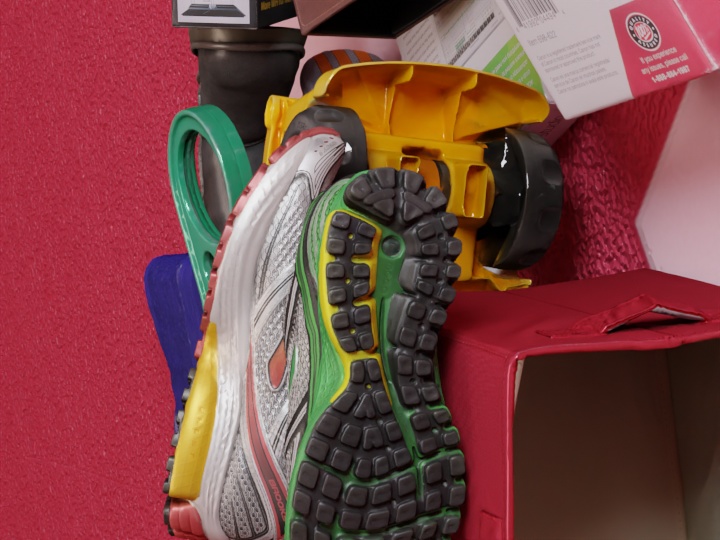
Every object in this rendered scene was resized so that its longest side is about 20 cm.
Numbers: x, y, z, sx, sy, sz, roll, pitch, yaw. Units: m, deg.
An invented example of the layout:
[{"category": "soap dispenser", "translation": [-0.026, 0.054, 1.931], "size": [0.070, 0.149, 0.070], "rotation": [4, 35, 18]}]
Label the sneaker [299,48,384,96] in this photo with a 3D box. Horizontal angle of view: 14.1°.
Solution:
[{"category": "sneaker", "translation": [0.011, -0.028, 1.655], "size": [0.200, 0.077, 0.112], "rotation": [-108, 20, -48]}]

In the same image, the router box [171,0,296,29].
[{"category": "router box", "translation": [-0.048, -0.222, 1.609], "size": [0.200, 0.052, 0.158], "rotation": [-34, -56, -69]}]

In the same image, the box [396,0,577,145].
[{"category": "box", "translation": [0.060, -0.150, 1.546], "size": [0.144, 0.036, 0.201], "rotation": [134, 127, -60]}]

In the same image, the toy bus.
[{"category": "toy bus", "translation": [0.000, 0.000, 1.487], "size": [0.192, 0.135, 0.201], "rotation": [179, 96, -65]}]

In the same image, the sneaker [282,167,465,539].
[{"category": "sneaker", "translation": [0.003, 0.056, 1.274], "size": [0.085, 0.078, 0.201], "rotation": [-176, 92, -73]}]

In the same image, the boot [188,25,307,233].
[{"category": "boot", "translation": [-0.065, -0.033, 1.652], "size": [0.182, 0.072, 0.201], "rotation": [89, -176, -84]}]

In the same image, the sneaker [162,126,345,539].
[{"category": "sneaker", "translation": [-0.033, 0.032, 1.353], "size": [0.078, 0.082, 0.201], "rotation": [-24, -54, -85]}]

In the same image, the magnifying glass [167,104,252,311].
[{"category": "magnifying glass", "translation": [-0.078, 0.005, 1.607], "size": [0.080, 0.022, 0.201], "rotation": [31, 132, 55]}]

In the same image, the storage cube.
[{"category": "storage cube", "translation": [0.103, 0.103, 1.337], "size": [0.180, 0.170, 0.201], "rotation": [-161, 67, -64]}]

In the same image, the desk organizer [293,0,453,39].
[{"category": "desk organizer", "translation": [0.043, -0.191, 1.457], "size": [0.200, 0.072, 0.077], "rotation": [-30, 69, 46]}]

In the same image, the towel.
[{"category": "towel", "translation": [-0.077, 0.058, 1.899], "size": [0.200, 0.049, 0.148], "rotation": [-2, 101, 66]}]

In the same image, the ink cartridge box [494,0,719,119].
[{"category": "ink cartridge box", "translation": [0.100, -0.181, 1.290], "size": [0.200, 0.083, 0.145], "rotation": [58, 158, -8]}]
